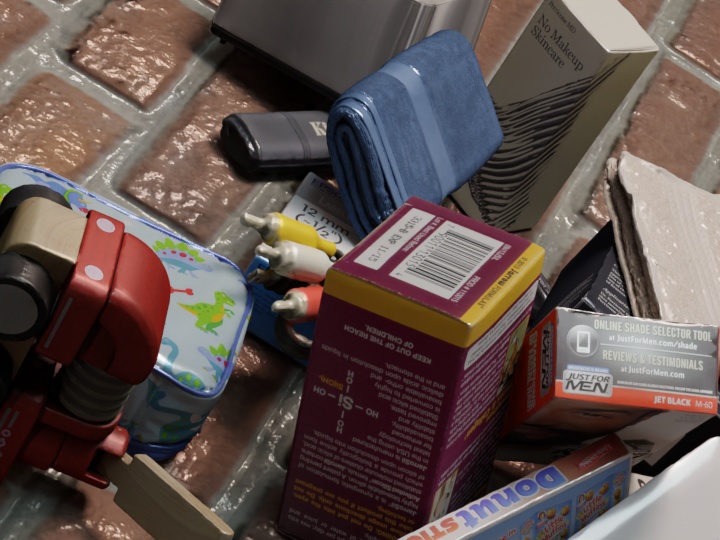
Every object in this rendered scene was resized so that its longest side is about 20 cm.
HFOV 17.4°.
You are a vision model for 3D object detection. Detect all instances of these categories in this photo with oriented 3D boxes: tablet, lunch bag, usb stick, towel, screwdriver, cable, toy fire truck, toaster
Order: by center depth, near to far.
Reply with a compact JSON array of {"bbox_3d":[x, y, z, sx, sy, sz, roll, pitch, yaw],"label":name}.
[{"bbox_3d":[-0.153,0.076,1.387,0.199,0.176,0.129,24,33,-13],"label":"toy fire truck"},{"bbox_3d":[0.189,0.210,1.514,0.199,0.014,0.131,-31,100,-25],"label":"tablet"},{"bbox_3d":[-0.172,0.023,1.525,0.199,0.083,0.161,26,35,-9],"label":"lunch bag"},{"bbox_3d":[0.000,0.009,1.595,0.199,0.050,0.098,0,65,-42],"label":"cable"},{"bbox_3d":[0.246,0.000,1.724,0.132,0.035,0.201,22,38,-27],"label":"towel"},{"bbox_3d":[0.036,-0.101,1.736,0.200,0.048,0.112,-39,115,-55],"label":"towel"},{"bbox_3d":[0.165,0.067,1.806,0.201,0.028,0.029,59,13,25],"label":"screwdriver"},{"bbox_3d":[-0.026,-0.103,1.852,0.199,0.033,0.056,-5,47,-43],"label":"usb stick"},{"bbox_3d":[0.005,-0.210,1.903,0.199,0.119,0.181,30,28,15],"label":"toaster"}]

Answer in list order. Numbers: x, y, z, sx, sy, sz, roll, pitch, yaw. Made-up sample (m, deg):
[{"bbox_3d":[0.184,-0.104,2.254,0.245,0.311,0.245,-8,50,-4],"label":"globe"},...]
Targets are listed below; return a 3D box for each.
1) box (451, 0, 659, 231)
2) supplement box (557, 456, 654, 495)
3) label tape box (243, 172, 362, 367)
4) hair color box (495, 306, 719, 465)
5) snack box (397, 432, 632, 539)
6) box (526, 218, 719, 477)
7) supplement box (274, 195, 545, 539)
[{"bbox_3d":[0.145,-0.127,1.870,0.068,0.201,0.082,-9,51,-44],"label":"box"},{"bbox_3d":[0.217,0.212,1.608,0.199,0.074,0.126,14,37,-25],"label":"supplement box"},{"bbox_3d":[0.000,0.000,1.712,0.143,0.066,0.200,32,35,-1],"label":"label tape box"},{"bbox_3d":[0.153,0.083,1.553,0.110,0.200,0.064,6,72,-9],"label":"hair color box"},{"bbox_3d":[0.087,0.172,1.486,0.199,0.072,0.024,-23,45,-25],"label":"snack box"},{"bbox_3d":[0.230,0.074,1.749,0.200,0.104,0.182,41,34,-3],"label":"box"},{"bbox_3d":[0.031,0.076,1.501,0.103,0.201,0.131,21,29,17],"label":"supplement box"}]
